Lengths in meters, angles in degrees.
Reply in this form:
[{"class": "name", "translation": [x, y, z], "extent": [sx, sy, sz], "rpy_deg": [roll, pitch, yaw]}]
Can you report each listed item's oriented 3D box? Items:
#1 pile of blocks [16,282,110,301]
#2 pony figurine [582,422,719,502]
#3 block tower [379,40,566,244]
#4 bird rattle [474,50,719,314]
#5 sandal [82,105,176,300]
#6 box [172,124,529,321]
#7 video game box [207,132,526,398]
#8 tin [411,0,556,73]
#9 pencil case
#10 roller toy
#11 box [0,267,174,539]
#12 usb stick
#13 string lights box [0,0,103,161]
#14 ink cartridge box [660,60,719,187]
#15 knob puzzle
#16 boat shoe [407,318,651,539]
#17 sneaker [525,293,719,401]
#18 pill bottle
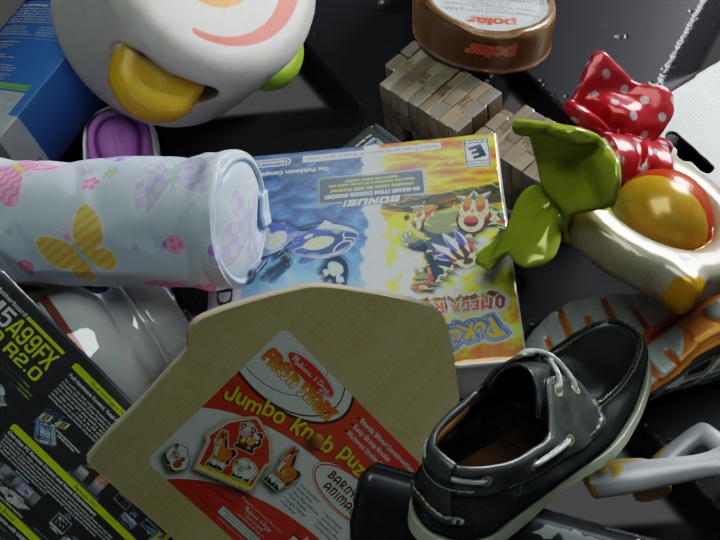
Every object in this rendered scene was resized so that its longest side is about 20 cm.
[{"class": "pile of blocks", "translation": [-0.207, -0.003, 0.867], "extent": [0.199, 0.082, 0.062], "rpy_deg": [-14, 35, 10]}, {"class": "pony figurine", "translation": [0.248, 0.133, 0.677], "extent": [0.199, 0.167, 0.194], "rpy_deg": [-31, 52, 6]}, {"class": "block tower", "translation": [0.099, -0.096, 0.904], "extent": [0.200, 0.058, 0.054], "rpy_deg": [35, 66, 29]}, {"class": "bird rattle", "translation": [0.166, -0.042, 0.754], "extent": [0.163, 0.113, 0.200], "rpy_deg": [39, 33, 16]}, {"class": "sandal", "translation": [-0.177, -0.057, 0.915], "extent": [0.082, 0.050, 0.203], "rpy_deg": [-22, 55, -8]}, {"class": "box", "translation": [-0.005, 0.005, 0.842], "extent": [0.200, 0.044, 0.160], "rpy_deg": [-39, 59, -19]}, {"class": "video game box", "translation": [0.000, 0.000, 0.782], "extent": [0.199, 0.047, 0.183], "rpy_deg": [-6, 57, 3]}, {"class": "tin", "translation": [0.097, -0.227, 0.976], "extent": [0.111, 0.042, 0.201], "rpy_deg": [2, 41, -1]}, {"class": "pencil case", "translation": [-0.157, -0.034, 0.759], "extent": [0.199, 0.084, 0.091], "rpy_deg": [0, 30, 18]}, {"class": "roller toy", "translation": [-0.134, -0.213, 0.921], "extent": [0.199, 0.140, 0.183], "rpy_deg": [-28, 93, -35]}, {"class": "box", "translation": [-0.200, 0.123, 0.703], "extent": [0.160, 0.200, 0.044], "rpy_deg": [-46, 17, -13]}, {"class": "usb stick", "translation": [0.086, 0.153, 0.661], "extent": [0.199, 0.033, 0.056], "rpy_deg": [12, 97, 23]}, {"class": "string lights box", "translation": [-0.256, -0.161, 0.980], "extent": [0.102, 0.059, 0.201], "rpy_deg": [10, 55, 33]}, {"class": "ink cartridge box", "translation": [0.305, -0.112, 0.891], "extent": [0.199, 0.050, 0.109], "rpy_deg": [-31, 57, -13]}, {"class": "knob puzzle", "translation": [-0.028, 0.091, 0.705], "extent": [0.218, 0.221, 0.030], "rpy_deg": [-21, 18, -8]}, {"class": "boat shoe", "translation": [0.102, 0.077, 0.669], "extent": [0.072, 0.068, 0.200], "rpy_deg": [23, 41, 36]}, {"class": "sneaker", "translation": [0.192, 0.051, 0.777], "extent": [0.199, 0.077, 0.079], "rpy_deg": [-21, 54, 0]}, {"class": "pill bottle", "translation": [-0.204, 0.082, 0.783], "extent": [0.199, 0.112, 0.112], "rpy_deg": [-33, 57, -16]}]
